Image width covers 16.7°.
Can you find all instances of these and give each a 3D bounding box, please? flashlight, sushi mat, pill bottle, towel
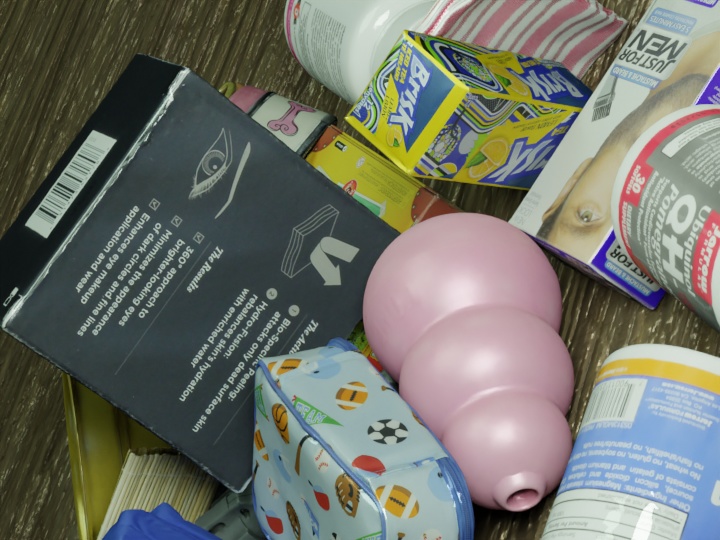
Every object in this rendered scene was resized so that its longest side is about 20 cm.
[{"bbox_3d":[-0.019,0.132,1.617,0.200,0.068,0.068,-41,0,36],"label":"flashlight"},{"bbox_3d":[-0.155,0.211,1.662,0.012,0.096,0.200,32,106,40],"label":"sushi mat"},{"bbox_3d":[0.225,-0.012,1.328,0.111,0.111,0.200,-54,28,5],"label":"pill bottle"},{"bbox_3d":[0.092,-0.133,1.604,0.146,0.200,0.030,-51,60,11],"label":"towel"},{"bbox_3d":[0.027,-0.167,1.798,0.113,0.113,0.200,-55,28,3],"label":"pill bottle"},{"bbox_3d":[0.150,0.149,1.278,0.112,0.112,0.200,-11,53,53],"label":"pill bottle"}]

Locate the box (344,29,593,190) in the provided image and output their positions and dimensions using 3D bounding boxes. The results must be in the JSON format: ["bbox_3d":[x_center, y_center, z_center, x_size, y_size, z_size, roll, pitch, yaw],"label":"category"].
[{"bbox_3d":[0.082,-0.097,1.543,0.064,0.200,0.070,45,111,26],"label":"box"}]

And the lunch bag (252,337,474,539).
[{"bbox_3d":[-0.003,0.144,1.476,0.200,0.076,0.160,-130,32,-49],"label":"lunch bag"}]

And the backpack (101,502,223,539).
[{"bbox_3d":[-0.136,0.268,1.564,0.200,0.162,0.168,-55,6,21],"label":"backpack"}]

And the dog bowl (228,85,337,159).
[{"bbox_3d":[-0.102,-0.052,1.830,0.200,0.074,0.200,-55,-1,-2],"label":"dog bowl"}]

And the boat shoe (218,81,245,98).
[{"bbox_3d":[-0.134,-0.059,1.986,0.072,0.068,0.200,12,72,59],"label":"boat shoe"}]

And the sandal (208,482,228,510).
[{"bbox_3d":[-0.091,0.078,1.691,0.043,0.076,0.200,-145,47,-59],"label":"sandal"}]

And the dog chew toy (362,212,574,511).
[{"bbox_3d":[0.073,0.061,1.488,0.125,0.125,0.200,-41,43,27],"label":"dog chew toy"}]

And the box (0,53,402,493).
[{"bbox_3d":[-0.110,0.000,1.565,0.197,0.200,0.117,-54,23,-4],"label":"box"}]

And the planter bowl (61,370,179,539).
[{"bbox_3d":[-0.164,0.148,1.760,0.200,0.083,0.200,173,90,-81],"label":"planter bowl"}]

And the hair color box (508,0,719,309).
[{"bbox_3d":[0.189,-0.085,1.514,0.200,0.065,0.109,-58,29,0],"label":"hair color box"}]

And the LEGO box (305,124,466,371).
[{"bbox_3d":[0.000,0.000,1.704,0.149,0.077,0.200,-55,28,2],"label":"LEGO box"}]
